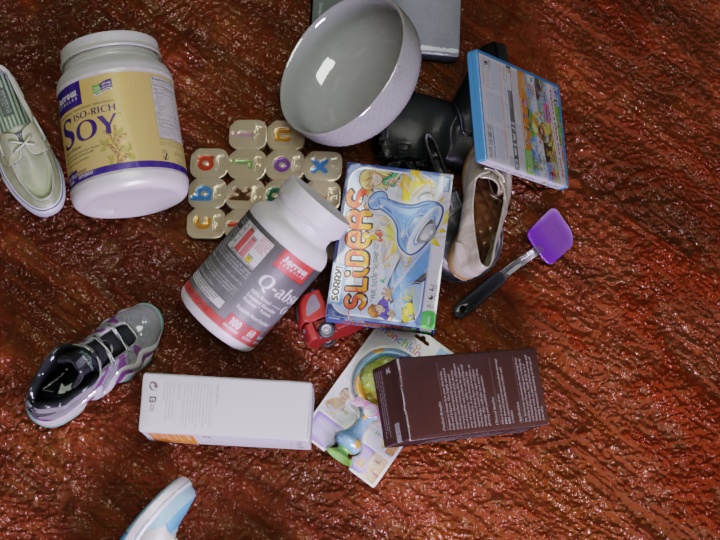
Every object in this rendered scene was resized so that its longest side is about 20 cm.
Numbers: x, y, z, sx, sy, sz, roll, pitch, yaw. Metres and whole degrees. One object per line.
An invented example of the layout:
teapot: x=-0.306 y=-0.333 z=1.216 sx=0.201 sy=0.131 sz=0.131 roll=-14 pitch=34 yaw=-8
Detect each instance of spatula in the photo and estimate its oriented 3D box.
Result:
spatula: x=0.196 y=-0.002 z=1.792 sx=0.200 sy=0.021 sz=0.057 roll=-39 pitch=97 yaw=-12

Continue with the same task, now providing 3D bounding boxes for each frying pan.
frying pan: x=0.134 y=-0.078 z=1.770 sx=0.114 sy=0.031 sz=0.191 roll=0 pitch=97 yaw=-19

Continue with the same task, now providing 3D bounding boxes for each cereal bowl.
cereal bowl: x=-0.001 y=-0.241 z=1.747 sx=0.083 sy=0.200 sz=0.201 roll=32 pitch=69 yaw=-43

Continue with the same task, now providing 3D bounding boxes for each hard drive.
hard drive: x=0.033 y=-0.354 z=1.851 sx=0.199 sy=0.033 sz=0.140 roll=4 pitch=76 yaw=-6

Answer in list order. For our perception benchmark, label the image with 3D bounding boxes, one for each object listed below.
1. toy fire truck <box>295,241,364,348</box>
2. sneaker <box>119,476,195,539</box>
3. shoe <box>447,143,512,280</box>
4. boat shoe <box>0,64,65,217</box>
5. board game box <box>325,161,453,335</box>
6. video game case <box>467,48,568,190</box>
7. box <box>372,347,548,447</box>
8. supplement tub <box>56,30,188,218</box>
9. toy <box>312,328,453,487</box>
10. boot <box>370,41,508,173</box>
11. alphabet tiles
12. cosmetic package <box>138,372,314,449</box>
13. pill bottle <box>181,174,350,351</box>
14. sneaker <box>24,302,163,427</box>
toy fire truck: x=0.000 y=0.000 z=1.748 sx=0.199 sy=0.049 sz=0.141 roll=-23 pitch=72 yaw=-6
sneaker: x=-0.227 y=0.351 z=1.623 sx=0.130 sy=0.080 sz=0.200 roll=36 pitch=84 yaw=4
shoe: x=0.159 y=-0.084 z=1.735 sx=0.070 sy=0.053 sz=0.201 roll=20 pitch=71 yaw=-20
boat shoe: x=-0.427 y=-0.161 z=1.728 sx=0.072 sy=0.062 sz=0.201 roll=-25 pitch=82 yaw=-13
board game box: x=0.037 y=-0.028 z=1.708 sx=0.135 sy=0.034 sz=0.201 roll=6 pitch=74 yaw=3
video game case: x=0.202 y=-0.189 z=1.771 sx=0.200 sy=0.018 sz=0.144 roll=11 pitch=70 yaw=-51
box: x=0.122 y=0.154 z=1.691 sx=0.199 sy=0.075 sz=0.101 roll=-1 pitch=76 yaw=-28
supplement tub: x=-0.294 y=-0.177 z=1.707 sx=0.145 sy=0.145 sz=0.201 roll=-9 pitch=78 yaw=-9
toy: x=0.029 y=0.153 z=1.719 sx=0.115 sy=0.047 sz=0.200 roll=36 pitch=75 yaw=2
boot: x=0.103 y=-0.213 z=1.805 sx=0.162 sy=0.073 sz=0.199 roll=8 pitch=81 yaw=-8
alphabet tiles: x=-0.121 y=-0.094 z=1.766 sx=0.195 sy=0.015 sz=0.201 roll=1 pitch=76 yaw=2
cosmetic package: x=-0.156 y=0.169 z=1.654 sx=0.199 sy=0.101 sz=0.072 roll=3 pitch=76 yaw=0
pill bottle: x=-0.113 y=-0.011 z=1.675 sx=0.116 sy=0.116 sz=0.200 roll=42 pitch=97 yaw=4
sneaker: x=-0.312 y=0.105 z=1.637 sx=0.078 sy=0.140 sz=0.200 roll=44 pitch=75 yaw=5
